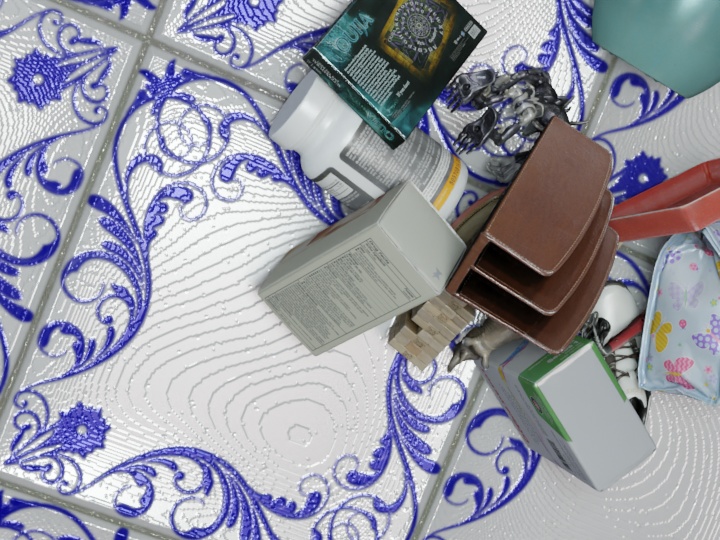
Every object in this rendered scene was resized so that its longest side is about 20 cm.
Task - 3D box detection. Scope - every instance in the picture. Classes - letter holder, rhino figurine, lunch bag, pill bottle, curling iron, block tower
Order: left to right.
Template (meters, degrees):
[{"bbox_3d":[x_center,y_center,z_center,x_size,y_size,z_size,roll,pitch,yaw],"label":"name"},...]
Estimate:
[{"bbox_3d":[0.008,-0.123,1.442,0.200,0.116,0.117,36,89,-15],"label":"pill bottle"},{"bbox_3d":[0.114,0.018,1.481,0.058,0.054,0.200,39,114,-13],"label":"block tower"},{"bbox_3d":[0.169,0.045,1.490,0.200,0.087,0.060,-41,104,-3],"label":"rhino figurine"},{"bbox_3d":[0.199,-0.033,1.361,0.142,0.101,0.200,32,50,3],"label":"letter holder"},{"bbox_3d":[0.317,0.051,1.534,0.199,0.026,0.050,-19,84,-41],"label":"curling iron"},{"bbox_3d":[0.407,0.041,1.519,0.169,0.126,0.202,0,98,-53],"label":"lunch bag"}]

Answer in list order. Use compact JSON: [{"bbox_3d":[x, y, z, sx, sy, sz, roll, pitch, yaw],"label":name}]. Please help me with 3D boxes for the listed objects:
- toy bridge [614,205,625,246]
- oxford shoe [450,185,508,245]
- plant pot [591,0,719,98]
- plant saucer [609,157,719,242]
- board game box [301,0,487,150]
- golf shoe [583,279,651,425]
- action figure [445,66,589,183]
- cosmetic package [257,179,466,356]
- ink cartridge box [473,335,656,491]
[{"bbox_3d":[0.231,0.006,1.557,0.199,0.027,0.067,-33,104,-5],"label":"toy bridge"},{"bbox_3d":[0.182,-0.056,1.492,0.199,0.070,0.075,-29,70,10],"label":"oxford shoe"},{"bbox_3d":[0.344,-0.286,1.461,0.200,0.201,0.162,28,104,-15],"label":"plant pot"},{"bbox_3d":[0.370,-0.081,1.465,0.199,0.200,0.037,-26,96,-23],"label":"plant saucer"},{"bbox_3d":[0.040,-0.238,1.421,0.135,0.028,0.200,44,53,-10],"label":"board game box"},{"bbox_3d":[0.306,0.111,1.556,0.077,0.094,0.202,-8,98,-10],"label":"golf shoe"},{"bbox_3d":[0.166,-0.168,1.480,0.199,0.102,0.120,-1,68,-51],"label":"action figure"},{"bbox_3d":[0.000,0.000,1.414,0.104,0.199,0.087,50,44,-15],"label":"cosmetic package"},{"bbox_3d":[0.219,0.141,1.486,0.084,0.200,0.145,-35,104,-9],"label":"ink cartridge box"}]
